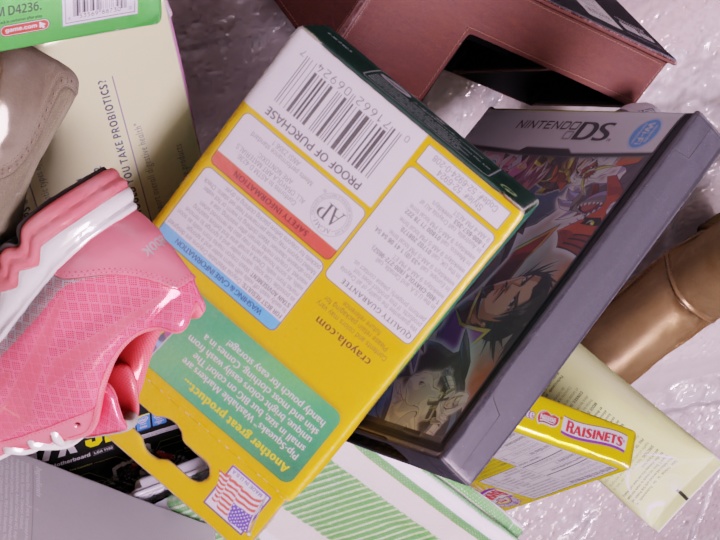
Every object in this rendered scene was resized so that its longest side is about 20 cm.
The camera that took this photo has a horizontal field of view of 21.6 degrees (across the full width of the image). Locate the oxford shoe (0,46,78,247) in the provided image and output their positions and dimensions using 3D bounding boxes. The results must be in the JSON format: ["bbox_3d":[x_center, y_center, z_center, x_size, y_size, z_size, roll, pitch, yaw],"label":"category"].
[{"bbox_3d":[-0.178,-0.006,0.773,0.075,0.070,0.200,11,121,-45],"label":"oxford shoe"}]

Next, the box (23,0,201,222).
[{"bbox_3d":[-0.179,-0.044,0.859,0.200,0.097,0.176,-24,135,-14],"label":"box"}]

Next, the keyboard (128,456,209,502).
[{"bbox_3d":[-0.040,0.094,1.038,0.200,0.011,0.056,-19,164,-24],"label":"keyboard"}]

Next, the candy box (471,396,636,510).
[{"bbox_3d":[0.068,0.100,1.060,0.102,0.026,0.200,18,161,-12],"label":"candy box"}]

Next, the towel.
[{"bbox_3d":[-0.032,0.146,1.020,0.200,0.023,0.152,-29,129,31],"label":"towel"}]

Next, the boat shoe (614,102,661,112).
[{"bbox_3d":[0.116,-0.025,1.043,0.066,0.070,0.200,-18,164,-17],"label":"boat shoe"}]

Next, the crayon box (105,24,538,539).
[{"bbox_3d":[-0.033,0.008,0.835,0.200,0.126,0.052,-51,175,14],"label":"crayon box"}]

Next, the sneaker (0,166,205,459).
[{"bbox_3d":[-0.141,0.052,0.801,0.200,0.087,0.074,-49,177,27],"label":"sneaker"}]

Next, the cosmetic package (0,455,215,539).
[{"bbox_3d":[-0.178,0.156,0.946,0.200,0.090,0.107,26,123,-24],"label":"cosmetic package"}]

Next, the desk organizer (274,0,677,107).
[{"bbox_3d":[0.059,-0.124,0.960,0.200,0.072,0.077,17,117,-40],"label":"desk organizer"}]

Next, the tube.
[{"bbox_3d":[0.109,0.063,1.063,0.052,0.200,0.058,-49,169,-1],"label":"tube"}]

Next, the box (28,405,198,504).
[{"bbox_3d":[-0.158,0.120,1.042,0.199,0.049,0.160,-17,130,-19],"label":"box"}]

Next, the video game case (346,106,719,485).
[{"bbox_3d":[0.058,0.002,0.901,0.026,0.181,0.200,45,74,-24],"label":"video game case"}]

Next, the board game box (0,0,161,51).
[{"bbox_3d":[-0.180,-0.143,0.700,0.153,0.200,0.040,-14,131,-23],"label":"board game box"}]

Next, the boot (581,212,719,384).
[{"bbox_3d":[0.163,0.043,1.117,0.200,0.066,0.175,-36,177,-3],"label":"boot"}]
